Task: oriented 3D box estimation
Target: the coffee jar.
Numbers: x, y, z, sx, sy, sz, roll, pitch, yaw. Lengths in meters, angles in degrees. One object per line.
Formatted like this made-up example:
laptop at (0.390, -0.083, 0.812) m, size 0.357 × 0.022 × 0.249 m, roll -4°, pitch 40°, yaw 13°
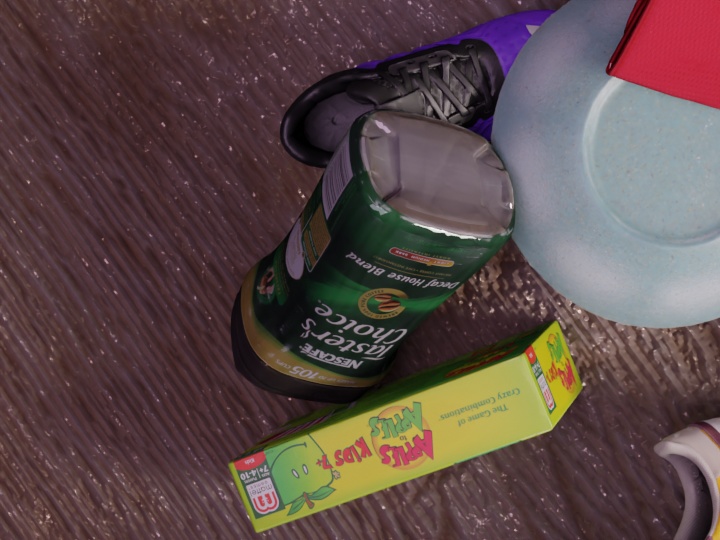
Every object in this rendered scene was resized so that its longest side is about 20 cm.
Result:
coffee jar at (0.000, 0.000, 0.888) m, size 0.200 × 0.103 × 0.086 m, roll -51°, pitch 36°, yaw 46°

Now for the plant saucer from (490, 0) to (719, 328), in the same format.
plant saucer at (0.173, -0.068, 0.850) m, size 0.198 × 0.039 × 0.204 m, roll 0°, pitch 91°, yaw -2°

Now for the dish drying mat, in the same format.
dish drying mat at (0.232, -0.112, 0.807) m, size 0.197 × 0.018 × 0.077 m, roll 13°, pitch 129°, yaw -17°

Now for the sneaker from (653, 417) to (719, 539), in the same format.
sneaker at (0.219, 0.184, 0.857) m, size 0.089 × 0.075 × 0.203 m, roll -5°, pitch 70°, yaw -16°

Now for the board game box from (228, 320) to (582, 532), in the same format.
board game box at (0.029, 0.095, 0.927) m, size 0.198 × 0.101 × 0.048 m, roll -22°, pitch 92°, yaw 21°

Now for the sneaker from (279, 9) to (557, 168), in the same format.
sneaker at (0.040, -0.098, 0.894) m, size 0.198 × 0.099 × 0.070 m, roll -16°, pitch 95°, yaw 20°
